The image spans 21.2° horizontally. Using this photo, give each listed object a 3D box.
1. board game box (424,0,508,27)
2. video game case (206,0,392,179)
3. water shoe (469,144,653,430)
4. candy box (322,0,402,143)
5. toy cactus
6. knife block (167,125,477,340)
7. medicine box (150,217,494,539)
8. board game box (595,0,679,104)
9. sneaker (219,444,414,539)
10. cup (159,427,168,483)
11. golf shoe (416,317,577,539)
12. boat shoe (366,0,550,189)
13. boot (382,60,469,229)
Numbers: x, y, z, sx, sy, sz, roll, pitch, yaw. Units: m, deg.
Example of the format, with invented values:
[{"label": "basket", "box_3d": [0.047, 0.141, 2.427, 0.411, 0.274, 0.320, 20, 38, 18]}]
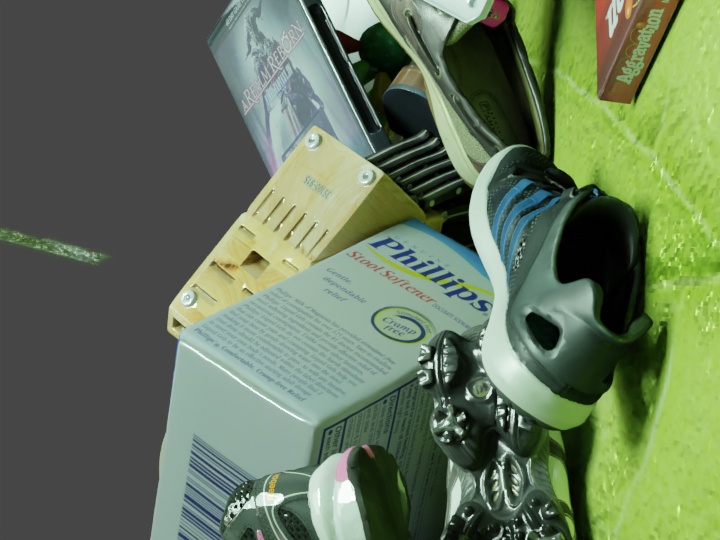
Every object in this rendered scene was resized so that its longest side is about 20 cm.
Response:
[{"label": "board game box", "box_3d": [0.048, -0.250, 1.013, 0.200, 0.026, 0.201, 36, 104, 43]}, {"label": "video game case", "box_3d": [-0.036, -0.104, 1.296, 0.201, 0.019, 0.143, 64, 150, 11]}, {"label": "water shoe", "box_3d": [0.100, -0.008, 0.889, 0.079, 0.071, 0.200, -48, 23, 28]}, {"label": "candy box", "box_3d": [0.011, -0.183, 1.539, 0.200, 0.071, 0.169, -33, -49, -73]}, {"label": "toy cactus", "box_3d": [0.032, -0.172, 1.361, 0.200, 0.102, 0.165, -15, -38, -53]}, {"label": "knife block", "box_3d": [0.000, 0.000, 1.161, 0.200, 0.064, 0.176, -52, -35, -3]}, {"label": "medicine box", "box_3d": [-0.008, 0.096, 1.071, 0.200, 0.103, 0.183, -27, -42, -44]}, {"label": "board game box", "box_3d": [0.137, -0.172, 0.852, 0.200, 0.019, 0.103, 107, 167, -59]}, {"label": "sneaker", "box_3d": [-0.009, 0.158, 0.923, 0.081, 0.086, 0.201, -74, -27, -50]}, {"label": "cup", "box_3d": [-0.019, 0.126, 1.328, 0.143, 0.199, 0.201, -51, -25, -58]}, {"label": "golf shoe", "box_3d": [0.076, 0.126, 0.935, 0.094, 0.077, 0.201, 42, -135, -66]}, {"label": "boat shoe", "box_3d": [0.059, -0.142, 1.109, 0.201, 0.073, 0.065, 62, 154, -4]}, {"label": "boot", "box_3d": [0.068, -0.100, 1.316, 0.097, 0.074, 0.200, -58, -16, -22]}]
